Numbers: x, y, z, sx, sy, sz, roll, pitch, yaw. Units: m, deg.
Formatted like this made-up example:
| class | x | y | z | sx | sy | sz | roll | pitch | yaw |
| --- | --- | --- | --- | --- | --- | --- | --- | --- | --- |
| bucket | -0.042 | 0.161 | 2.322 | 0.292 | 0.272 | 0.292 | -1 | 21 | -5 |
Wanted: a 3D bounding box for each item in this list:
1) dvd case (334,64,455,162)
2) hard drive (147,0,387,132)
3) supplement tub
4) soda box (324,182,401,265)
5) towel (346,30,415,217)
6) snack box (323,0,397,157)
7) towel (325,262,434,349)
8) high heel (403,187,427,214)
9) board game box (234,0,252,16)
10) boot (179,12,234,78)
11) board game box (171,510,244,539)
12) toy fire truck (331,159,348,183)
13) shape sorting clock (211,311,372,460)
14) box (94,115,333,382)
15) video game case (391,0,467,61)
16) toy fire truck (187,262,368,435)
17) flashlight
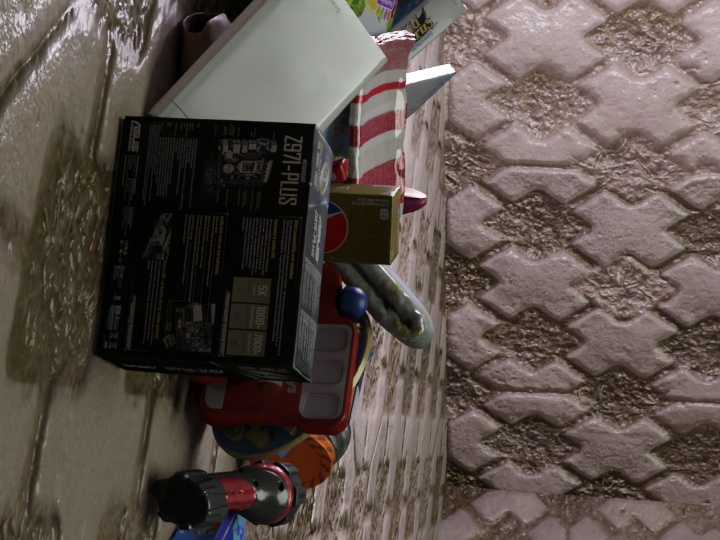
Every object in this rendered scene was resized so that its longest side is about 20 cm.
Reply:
| class | x | y | z | sx | sy | sz | roll | pitch | yaw |
| --- | --- | --- | --- | --- | --- | --- | --- | --- | --- |
| dvd case | 0.027 | -0.176 | 1.799 | 0.018 | 0.143 | 0.200 | 50 | 22 | 4 |
| hard drive | -0.078 | -0.163 | 1.405 | 0.200 | 0.027 | 0.132 | -49 | 125 | -14 |
| supplement tub | -0.063 | 0.146 | 1.823 | 0.200 | 0.122 | 0.123 | -76 | 166 | -49 |
| soda box | -0.065 | -0.047 | 1.487 | 0.064 | 0.200 | 0.068 | -53 | 145 | -75 |
| towel | 0.018 | -0.132 | 1.562 | 0.144 | 0.023 | 0.200 | -35 | 130 | -66 |
| snack box | -0.032 | -0.213 | 1.529 | 0.169 | 0.068 | 0.200 | -6 | 112 | -70 |
| towel | 0.000 | 0.000 | 1.644 | 0.048 | 0.200 | 0.171 | -42 | 172 | 4 |
| high heel | -0.010 | -0.050 | 1.860 | 0.067 | 0.200 | 0.096 | -18 | 106 | -57 |
| board game box | -0.080 | -0.222 | 1.658 | 0.102 | 0.048 | 0.200 | 50 | -19 | 34 |
| boot | -0.123 | -0.212 | 1.507 | 0.200 | 0.073 | 0.076 | -49 | 133 | -72 |
| board game box | -0.150 | 0.332 | 1.572 | 0.152 | 0.045 | 0.200 | -66 | 157 | -68 |
| toy fire truck | -0.038 | -0.195 | 1.935 | 0.176 | 0.128 | 0.200 | -75 | 153 | -52 |
| shape sorting clock | -0.072 | 0.103 | 1.592 | 0.039 | 0.200 | 0.200 | 47 | 38 | -36 |
| box | -0.116 | -0.017 | 1.289 | 0.086 | 0.163 | 0.200 | 55 | 38 | -75 |
| video game case | 0.005 | -0.244 | 1.776 | 0.045 | 0.181 | 0.200 | 49 | -12 | -17 |
| toy fire truck | -0.080 | 0.064 | 1.530 | 0.112 | 0.168 | 0.200 | 81 | 15 | -55 |
| flashlight | -0.118 | 0.215 | 1.498 | 0.068 | 0.068 | 0.200 | 69 | 17 | 11 |
